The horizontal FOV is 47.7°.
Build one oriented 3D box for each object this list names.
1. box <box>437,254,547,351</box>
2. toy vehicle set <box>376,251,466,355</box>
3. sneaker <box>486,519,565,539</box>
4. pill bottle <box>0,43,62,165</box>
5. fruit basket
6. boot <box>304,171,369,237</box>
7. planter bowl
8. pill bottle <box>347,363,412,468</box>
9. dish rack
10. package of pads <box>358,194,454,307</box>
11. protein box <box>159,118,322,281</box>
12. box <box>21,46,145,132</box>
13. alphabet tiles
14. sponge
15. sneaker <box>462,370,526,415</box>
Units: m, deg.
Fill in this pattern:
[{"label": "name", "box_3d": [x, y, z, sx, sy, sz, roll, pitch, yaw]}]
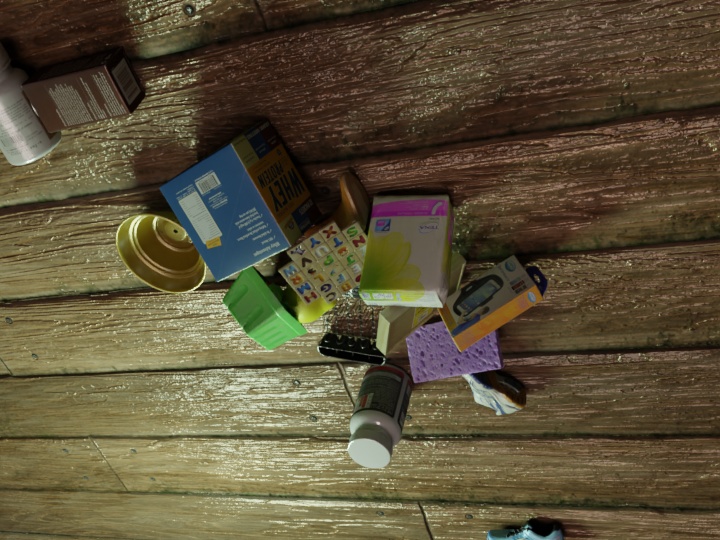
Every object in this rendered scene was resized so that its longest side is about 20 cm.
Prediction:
[{"label": "box", "box_3d": [0.240, 0.051, 1.474, 0.198, 0.120, 0.042, -35, 119, 7]}, {"label": "toy vehicle set", "box_3d": [0.111, 0.062, 1.505, 0.026, 0.199, 0.125, 43, 154, 22]}, {"label": "sneaker", "box_3d": [0.409, 0.652, 2.022, 0.195, 0.079, 0.092, -5, 110, 18]}, {"label": "pill bottle", "box_3d": [-0.649, -0.309, 1.505, 0.112, 0.116, 0.203, -6, 128, 22]}, {"label": "fruit basket", "box_3d": [-0.147, 0.054, 1.610, 0.156, 0.213, 0.217, 49, 135, 18]}, {"label": "boot", "box_3d": [-0.046, -0.087, 1.523, 0.141, 0.072, 0.203, -7, 131, 24]}, {"label": "planter bowl", "box_3d": [-0.389, -0.058, 1.655, 0.195, 0.084, 0.204, 10, 133, 10]}, {"label": "pill bottle", "box_3d": [0.040, 0.310, 1.747, 0.113, 0.202, 0.118, 9, 132, 10]}, {"label": "dish rack", "box_3d": [-0.017, 0.099, 1.686, 0.149, 0.055, 0.203, 7, 131, 12]}, {"label": "package of pads", "box_3d": [0.087, -0.035, 1.434, 0.150, 0.205, 0.069, 1, 153, 18]}, {"label": "protein box", "box_3d": [-0.214, -0.124, 1.473, 0.196, 0.135, 0.203, -22, 106, 33]}, {"label": "box", "box_3d": [-0.498, -0.323, 1.471, 0.195, 0.076, 0.102, -6, 128, 21]}, {"label": "alphabet tiles", "box_3d": [-0.053, -0.011, 1.472, 0.164, 0.006, 0.201, -31, 145, 2]}, {"label": "sponge", "box_3d": [0.187, 0.154, 1.637, 0.196, 0.030, 0.115, -14, 84, 28]}, {"label": "sneaker", "box_3d": [0.252, 0.240, 1.702, 0.199, 0.076, 0.088, 40, 134, -14]}]
